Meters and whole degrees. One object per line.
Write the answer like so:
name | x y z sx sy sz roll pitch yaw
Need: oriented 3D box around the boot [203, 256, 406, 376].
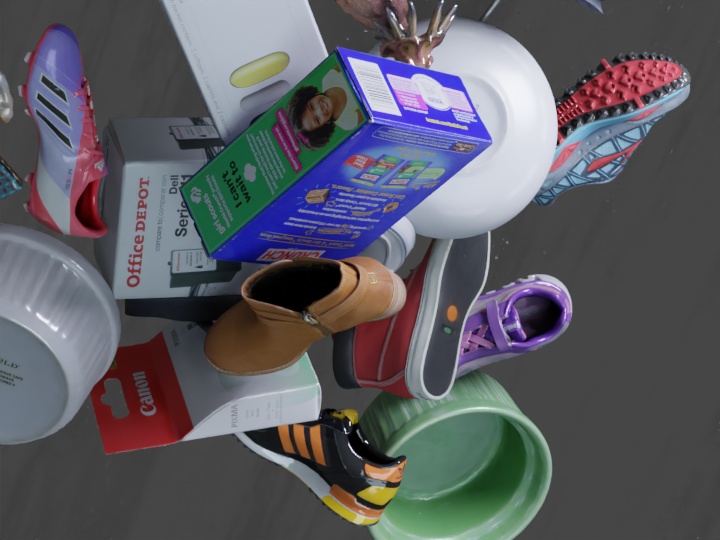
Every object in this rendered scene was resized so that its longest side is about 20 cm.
boot | -0.068 0.037 1.625 0.198 0.078 0.155 -13 170 19

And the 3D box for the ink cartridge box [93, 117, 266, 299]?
ink cartridge box | -0.132 -0.057 1.737 0.198 0.083 0.148 -3 123 -18

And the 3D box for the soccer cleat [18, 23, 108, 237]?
soccer cleat | -0.247 -0.118 1.656 0.076 0.067 0.201 20 127 16

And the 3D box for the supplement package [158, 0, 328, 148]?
supplement package | -0.110 -0.229 1.588 0.110 0.156 0.201 -25 126 -3

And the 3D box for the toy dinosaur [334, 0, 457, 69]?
toy dinosaur | 0.011 -0.243 1.632 0.086 0.136 0.200 -39 122 10

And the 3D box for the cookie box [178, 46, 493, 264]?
cookie box | -0.021 -0.086 1.591 0.200 0.076 0.170 -39 154 30

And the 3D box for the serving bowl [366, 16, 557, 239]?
serving bowl | 0.084 -0.130 1.715 0.198 0.066 0.202 0 89 -7

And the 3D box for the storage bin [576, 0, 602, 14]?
storage bin | 0.161 -0.331 1.637 0.199 0.146 0.135 30 99 -32

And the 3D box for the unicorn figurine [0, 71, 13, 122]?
unicorn figurine | -0.345 -0.177 1.590 0.199 0.074 0.138 -31 125 3

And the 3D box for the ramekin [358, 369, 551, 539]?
ramekin | 0.086 0.194 1.967 0.198 0.098 0.202 -9 124 -13

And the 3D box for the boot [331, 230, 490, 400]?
boot | 0.041 0.022 1.859 0.072 0.143 0.202 33 70 -43

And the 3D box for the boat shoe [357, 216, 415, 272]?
boat shoe | 0.000 0.000 1.767 0.073 0.066 0.200 24 156 3

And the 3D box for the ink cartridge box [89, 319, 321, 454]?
ink cartridge box | -0.150 0.090 1.778 0.198 0.161 0.051 -6 124 -15

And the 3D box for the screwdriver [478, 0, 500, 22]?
screwdriver | 0.071 -0.171 1.769 0.028 0.029 0.200 29 109 -32

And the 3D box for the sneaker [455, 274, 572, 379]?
sneaker | 0.122 0.059 1.886 0.198 0.088 0.081 -20 96 -8

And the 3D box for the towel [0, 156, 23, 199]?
towel | -0.404 -0.078 1.628 0.199 0.022 0.147 -24 129 21

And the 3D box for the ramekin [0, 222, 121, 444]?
ramekin | -0.318 0.064 1.701 0.200 0.095 0.204 6 129 7

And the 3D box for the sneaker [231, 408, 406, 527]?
sneaker | -0.043 0.156 1.870 0.199 0.070 0.090 37 112 9

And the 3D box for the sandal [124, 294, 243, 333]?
sandal | -0.121 0.043 1.771 0.198 0.076 0.043 2 96 22

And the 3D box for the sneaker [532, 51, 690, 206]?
sneaker | 0.225 -0.131 1.830 0.199 0.080 0.096 -28 137 10
